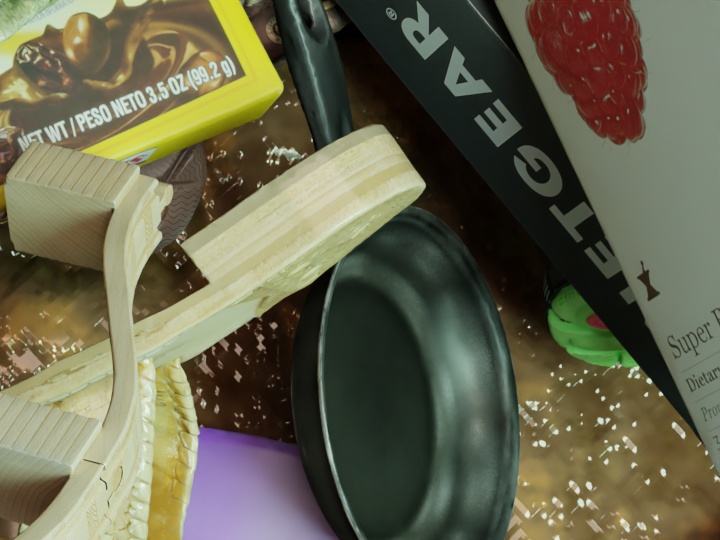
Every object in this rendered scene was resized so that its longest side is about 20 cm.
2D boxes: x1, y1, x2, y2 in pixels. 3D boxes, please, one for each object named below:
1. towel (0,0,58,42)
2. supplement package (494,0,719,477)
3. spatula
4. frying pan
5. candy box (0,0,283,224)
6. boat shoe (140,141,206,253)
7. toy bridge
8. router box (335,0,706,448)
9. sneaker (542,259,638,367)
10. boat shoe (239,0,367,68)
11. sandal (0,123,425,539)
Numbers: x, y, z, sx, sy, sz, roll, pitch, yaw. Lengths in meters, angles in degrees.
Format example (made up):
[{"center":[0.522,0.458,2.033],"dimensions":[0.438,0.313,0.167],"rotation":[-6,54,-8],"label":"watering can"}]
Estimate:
[{"center":[-0.155,-0.118,0.690],"dimensions":[0.200,0.036,0.148],"rotation":[37,54,18],"label":"towel"},{"center":[0.120,-0.070,0.690],"dimensions":[0.120,0.121,0.200],"rotation":[-20,81,-30],"label":"supplement package"},{"center":[-0.095,0.057,0.787],"dimensions":[0.200,0.021,0.057],"rotation":[17,75,-12],"label":"spatula"},{"center":[-0.004,0.014,0.771],"dimensions":[0.190,0.031,0.115],"rotation":[55,39,-36],"label":"frying pan"},{"center":[-0.128,-0.053,0.705],"dimensions":[0.200,0.026,0.102],"rotation":[-25,82,-26],"label":"candy box"},{"center":[-0.120,-0.085,0.789],"dimensions":[0.076,0.072,0.200],"rotation":[-33,93,-8],"label":"boat shoe"},{"center":[-0.086,0.041,0.623],"dimensions":[0.067,0.027,0.200],"rotation":[14,44,17],"label":"toy bridge"},{"center":[0.096,-0.075,0.781],"dimensions":[0.157,0.052,0.200],"rotation":[-41,92,-30],"label":"router box"},{"center":[0.124,-0.034,0.855],"dimensions":[0.200,0.077,0.084],"rotation":[-31,81,-31],"label":"sneaker"},{"center":[0.025,-0.089,0.822],"dimensions":[0.200,0.072,0.072],"rotation":[-12,79,-35],"label":"boat shoe"},{"center":[-0.060,0.051,0.719],"dimensions":[0.212,0.078,0.070],"rotation":[-36,83,11],"label":"sandal"}]
